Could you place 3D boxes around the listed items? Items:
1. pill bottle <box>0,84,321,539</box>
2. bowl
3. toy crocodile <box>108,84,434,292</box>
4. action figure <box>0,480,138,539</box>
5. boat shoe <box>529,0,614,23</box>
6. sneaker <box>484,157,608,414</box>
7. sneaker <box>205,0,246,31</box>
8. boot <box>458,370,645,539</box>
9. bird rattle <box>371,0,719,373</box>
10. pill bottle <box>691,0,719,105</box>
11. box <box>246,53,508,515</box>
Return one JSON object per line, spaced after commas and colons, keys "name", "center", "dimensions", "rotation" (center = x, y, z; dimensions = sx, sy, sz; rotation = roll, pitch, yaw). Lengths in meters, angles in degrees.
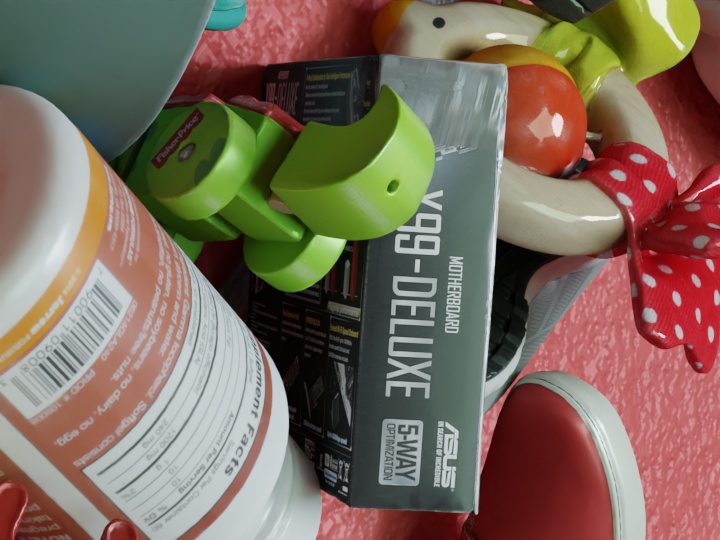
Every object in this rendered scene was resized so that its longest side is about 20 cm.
{"name": "pill bottle", "center": [-0.094, 0.039, 0.916], "dimensions": [0.112, 0.112, 0.200], "rotation": [-62, 140, -23]}
{"name": "bowl", "center": [-0.121, -0.141, 0.905], "dimensions": [0.105, 0.201, 0.202], "rotation": [10, 87, -29]}
{"name": "toy crocodile", "center": [-0.060, -0.034, 0.957], "dimensions": [0.067, 0.200, 0.062], "rotation": [37, 66, -37]}
{"name": "action figure", "center": [-0.129, 0.134, 0.930], "dimensions": [0.065, 0.200, 0.052], "rotation": [16, 60, -13]}
{"name": "boat shoe", "center": [0.056, -0.198, 1.122], "dimensions": [0.200, 0.076, 0.074], "rotation": [59, 19, -4]}
{"name": "sneaker", "center": [0.055, 0.009, 1.196], "dimensions": [0.200, 0.074, 0.079], "rotation": [-47, 166, -45]}
{"name": "sneaker", "center": [-0.060, -0.153, 1.035], "dimensions": [0.121, 0.083, 0.200], "rotation": [-59, -174, 29]}
{"name": "boot", "center": [0.047, 0.149, 1.172], "dimensions": [0.144, 0.072, 0.201], "rotation": [-22, 127, -42]}
{"name": "bird rattle", "center": [0.083, -0.050, 1.153], "dimensions": [0.162, 0.113, 0.201], "rotation": [5, 56, -26]}
{"name": "pill bottle", "center": [0.229, -0.101, 1.332], "dimensions": [0.200, 0.112, 0.113], "rotation": [46, 62, -41]}
{"name": "box", "center": [0.000, 0.000, 1.036], "dimensions": [0.050, 0.200, 0.158], "rotation": [4, 91, -14]}
